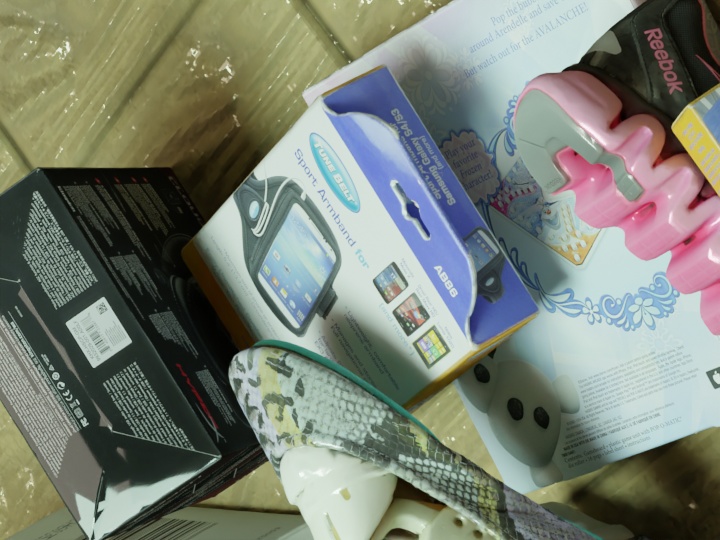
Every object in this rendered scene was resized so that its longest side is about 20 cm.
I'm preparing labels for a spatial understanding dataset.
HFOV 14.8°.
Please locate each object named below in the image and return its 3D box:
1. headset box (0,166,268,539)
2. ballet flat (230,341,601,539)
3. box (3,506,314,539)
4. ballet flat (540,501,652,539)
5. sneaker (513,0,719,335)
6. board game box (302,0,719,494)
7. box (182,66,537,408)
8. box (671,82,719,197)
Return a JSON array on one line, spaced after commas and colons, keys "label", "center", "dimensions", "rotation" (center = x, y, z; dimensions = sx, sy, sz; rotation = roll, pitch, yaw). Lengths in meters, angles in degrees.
[{"label": "headset box", "center": [-0.101, 0.032, 1.265], "dimensions": [0.077, 0.200, 0.149], "rotation": [-34, 85, 12]}, {"label": "ballet flat", "center": [0.024, 0.103, 1.109], "dimensions": [0.200, 0.072, 0.072], "rotation": [32, 136, 2]}, {"label": "box", "center": [-0.132, 0.214, 1.381], "dimensions": [0.199, 0.200, 0.131], "rotation": [-2, 110, 47]}, {"label": "ballet flat", "center": [0.075, 0.140, 1.221], "dimensions": [0.200, 0.072, 0.072], "rotation": [-29, 90, 50]}, {"label": "sneaker", "center": [0.153, -0.021, 1.012], "dimensions": [0.200, 0.095, 0.079], "rotation": [45, 154, -7]}, {"label": "board game box", "center": [0.088, -0.024, 1.129], "dimensions": [0.200, 0.043, 0.199], "rotation": [-26, 93, 51]}, {"label": "box", "center": [0.000, 0.000, 1.160], "dimensions": [0.119, 0.041, 0.200], "rotation": [58, 149, 6]}, {"label": "box", "center": [0.212, -0.004, 0.948], "dimensions": [0.200, 0.119, 0.041], "rotation": [55, 172, 8]}]
